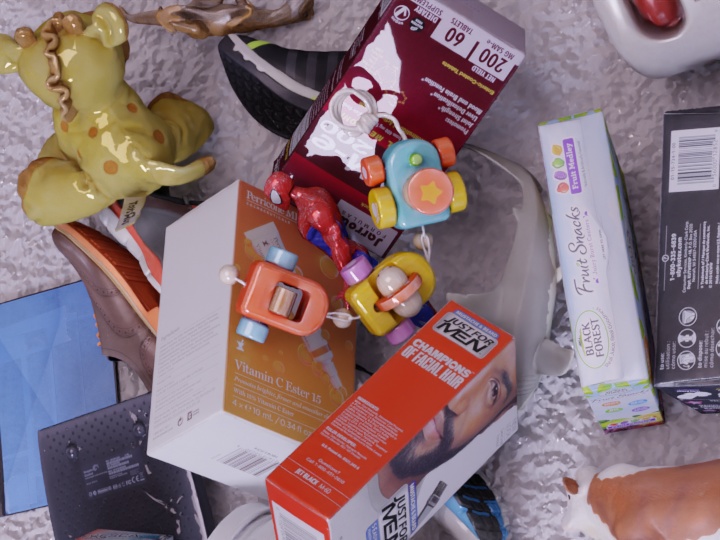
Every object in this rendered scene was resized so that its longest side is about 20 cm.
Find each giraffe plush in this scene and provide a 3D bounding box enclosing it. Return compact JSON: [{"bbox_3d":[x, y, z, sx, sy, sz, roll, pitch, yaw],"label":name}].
[{"bbox_3d":[-0.219,-0.137,1.757,0.172,0.163,0.200,-25,21,-4],"label":"giraffe plush"}]

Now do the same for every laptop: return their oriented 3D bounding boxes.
[{"bbox_3d":[-0.316,0.103,1.818,0.116,0.199,0.188,-34,58,53],"label":"laptop"}]

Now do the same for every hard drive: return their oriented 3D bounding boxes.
[{"bbox_3d":[-0.177,0.207,1.743,0.135,0.042,0.201,-20,79,22],"label":"hard drive"}]

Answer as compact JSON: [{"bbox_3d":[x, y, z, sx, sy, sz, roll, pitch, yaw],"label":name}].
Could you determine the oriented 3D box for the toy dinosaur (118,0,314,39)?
[{"bbox_3d":[-0.139,-0.211,1.826,0.199,0.106,0.061,3,79,20],"label":"toy dinosaur"}]

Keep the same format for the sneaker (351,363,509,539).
[{"bbox_3d":[0.032,0.160,1.655,0.200,0.075,0.087,44,105,37],"label":"sneaker"}]

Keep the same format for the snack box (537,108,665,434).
[{"bbox_3d":[0.174,0.003,1.572,0.053,0.142,0.201,-11,72,11],"label":"snack box"}]

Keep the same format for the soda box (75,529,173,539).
[{"bbox_3d":[-0.184,0.303,1.685,0.068,0.064,0.201,2,98,20],"label":"soda box"}]

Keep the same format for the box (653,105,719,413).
[{"bbox_3d":[0.284,-0.006,1.538,0.132,0.115,0.201,-4,74,27],"label":"box"}]

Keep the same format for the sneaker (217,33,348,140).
[{"bbox_3d":[-0.028,-0.146,1.776,0.200,0.072,0.083,34,64,31],"label":"sneaker"}]

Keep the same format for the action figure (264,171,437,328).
[{"bbox_3d":[0.000,0.000,1.643,0.052,0.065,0.200,-38,106,12],"label":"action figure"}]

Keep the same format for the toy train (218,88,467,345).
[{"bbox_3d":[-0.003,-0.025,1.578,0.201,0.150,0.056,-64,16,-4],"label":"toy train"}]

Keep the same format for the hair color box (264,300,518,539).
[{"bbox_3d":[0.026,0.128,1.539,0.064,0.111,0.200,30,58,28],"label":"hair color box"}]

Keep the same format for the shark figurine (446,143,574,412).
[{"bbox_3d":[0.103,0.006,1.612,0.089,0.128,0.215,7,82,-16],"label":"shark figurine"}]

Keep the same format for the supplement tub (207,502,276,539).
[{"bbox_3d":[-0.016,0.259,1.603,0.200,0.144,0.145,19,86,29],"label":"supplement tub"}]

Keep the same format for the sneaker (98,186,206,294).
[{"bbox_3d":[-0.135,-0.017,1.780,0.082,0.077,0.200,-45,62,2],"label":"sneaker"}]

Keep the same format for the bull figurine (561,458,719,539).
[{"bbox_3d":[0.232,0.183,1.544,0.199,0.065,0.122,-15,74,25],"label":"bull figurine"}]

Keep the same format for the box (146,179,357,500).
[{"bbox_3d":[-0.079,0.054,1.661,0.097,0.124,0.201,-30,47,42],"label":"box"}]

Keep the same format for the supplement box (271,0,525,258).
[{"bbox_3d":[0.027,-0.120,1.654,0.109,0.061,0.200,30,114,-10],"label":"supplement box"}]

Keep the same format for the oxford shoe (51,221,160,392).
[{"bbox_3d":[-0.201,0.032,1.802,0.073,0.071,0.200,-51,61,12],"label":"oxford shoe"}]

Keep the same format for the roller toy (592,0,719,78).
[{"bbox_3d":[0.240,-0.240,1.582,0.139,0.182,0.201,-17,69,21],"label":"roller toy"}]
